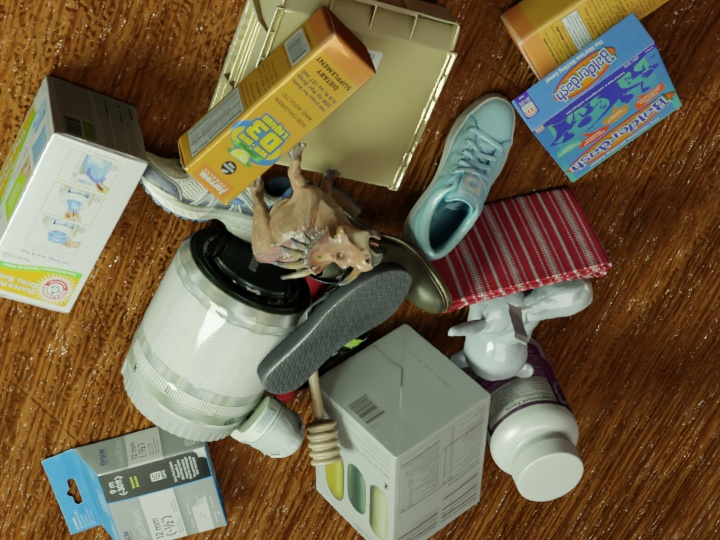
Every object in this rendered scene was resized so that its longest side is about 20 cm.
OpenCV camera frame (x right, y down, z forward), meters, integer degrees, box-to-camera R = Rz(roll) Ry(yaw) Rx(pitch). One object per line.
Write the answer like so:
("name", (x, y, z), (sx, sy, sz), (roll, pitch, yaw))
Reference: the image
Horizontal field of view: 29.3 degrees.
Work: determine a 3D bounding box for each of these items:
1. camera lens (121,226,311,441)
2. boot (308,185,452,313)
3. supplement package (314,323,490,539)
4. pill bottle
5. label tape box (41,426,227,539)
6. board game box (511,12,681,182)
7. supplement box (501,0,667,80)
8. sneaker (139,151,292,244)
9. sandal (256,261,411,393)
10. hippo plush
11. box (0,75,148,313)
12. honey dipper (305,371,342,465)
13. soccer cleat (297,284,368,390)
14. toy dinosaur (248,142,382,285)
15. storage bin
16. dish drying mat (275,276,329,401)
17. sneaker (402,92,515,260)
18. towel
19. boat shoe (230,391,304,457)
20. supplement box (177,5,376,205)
("camera lens", (-0.157, 0.066, 1.516), (0.159, 0.161, 0.201), (17, 120, -27))
("boot", (0.000, 0.000, 1.488), (0.097, 0.199, 0.075), (-41, 162, -35))
("supplement package", (0.046, 0.207, 1.648), (0.150, 0.152, 0.201), (-30, 141, -28))
("pill bottle", (0.200, 0.179, 1.681), (0.111, 0.201, 0.113), (-9, 132, -10))
("label tape box", (-0.276, 0.272, 1.698), (0.198, 0.066, 0.144), (-15, 129, -7))
("board game box", (0.257, -0.179, 1.474), (0.152, 0.045, 0.200), (-36, 159, 11))
("supplement box", (0.250, -0.284, 1.429), (0.199, 0.067, 0.069), (-34, 128, 10))
("sneaker", (-0.151, -0.097, 1.460), (0.199, 0.077, 0.085), (20, 114, -39))
("sandal", (-0.035, 0.051, 1.446), (0.200, 0.043, 0.076), (-39, 141, 15))
("hippo plush", (0.186, 0.058, 1.609), (0.158, 0.201, 0.162), (5, 136, 6))
("box", (-0.307, -0.074, 1.396), (0.101, 0.113, 0.201), (17, 120, -29))
("honey dipper", (-0.055, 0.118, 1.558), (0.038, 0.038, 0.202), (-10, 90, -9))
("soccer cleat", (-0.032, 0.071, 1.586), (0.067, 0.081, 0.201), (18, 119, -32))
("toy dinosaur", (-0.067, -0.038, 1.378), (0.085, 0.137, 0.199), (14, 159, -32))
("storage bin", (-0.027, -0.200, 1.400), (0.198, 0.094, 0.200), (11, 122, -23))
("dish drying mat", (-0.085, 0.072, 1.636), (0.076, 0.018, 0.201), (9, 123, -24))
("sneaker", (0.119, -0.096, 1.500), (0.073, 0.082, 0.201), (24, 96, -20))
("towel", (0.166, -0.025, 1.557), (0.198, 0.145, 0.023), (-13, 135, -6))
("boat shoe", (-0.101, 0.185, 1.587), (0.071, 0.201, 0.070), (40, 83, -4))
("supplement box", (-0.082, -0.155, 1.316), (0.200, 0.069, 0.066), (-39, 125, 17))
